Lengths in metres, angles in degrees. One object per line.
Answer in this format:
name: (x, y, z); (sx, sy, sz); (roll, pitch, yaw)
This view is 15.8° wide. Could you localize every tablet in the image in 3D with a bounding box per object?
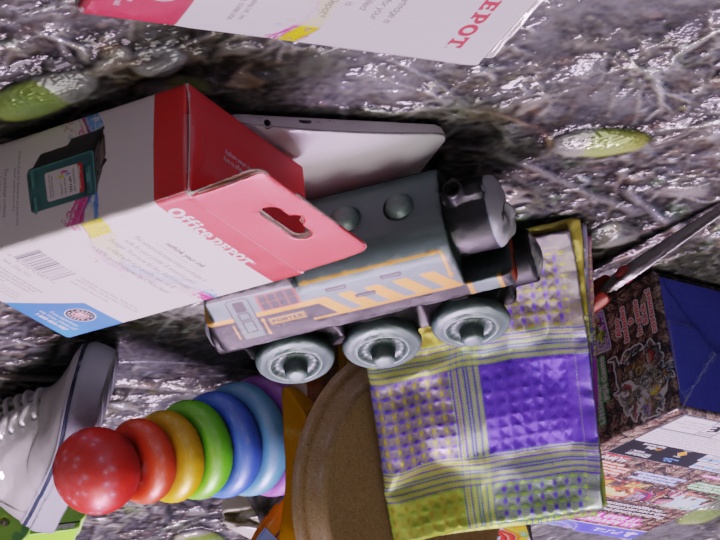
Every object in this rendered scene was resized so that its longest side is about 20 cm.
tablet: (-0.044, -0.035, 1.478); (0.130, 0.014, 0.200); (2, 153, -20)

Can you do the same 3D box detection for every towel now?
towel: (0.076, 0.068, 1.580); (0.144, 0.200, 0.023); (-7, -162, -5)

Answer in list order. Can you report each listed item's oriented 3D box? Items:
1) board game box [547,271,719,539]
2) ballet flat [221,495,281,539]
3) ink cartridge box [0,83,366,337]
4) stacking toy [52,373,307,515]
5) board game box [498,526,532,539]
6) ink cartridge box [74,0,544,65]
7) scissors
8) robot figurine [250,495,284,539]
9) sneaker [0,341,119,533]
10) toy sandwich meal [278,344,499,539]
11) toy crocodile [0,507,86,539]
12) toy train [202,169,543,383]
board game box: (0.188, 0.095, 1.728); (0.159, 0.097, 0.200); (14, 148, -39)
ballet flat: (-0.068, 0.150, 1.826); (0.068, 0.068, 0.200); (-1, 146, 10)
ink cartridge box: (-0.109, -0.033, 1.378); (0.200, 0.067, 0.116); (-15, 152, 26)
stacking toy: (-0.108, 0.116, 1.635); (0.200, 0.085, 0.085); (-11, 165, -45)
board game box: (0.055, 0.181, 1.954); (0.134, 0.034, 0.200); (-10, 156, 6)
ink cartridge box: (-0.009, -0.166, 1.114); (0.200, 0.086, 0.148); (4, 153, -27)
scissors: (0.155, 0.005, 1.613); (0.014, 0.073, 0.200); (42, 111, -14)
robot figurine: (-0.014, 0.161, 1.765); (0.200, 0.058, 0.145); (-49, 158, -13)
sneaker: (-0.208, 0.108, 1.678); (0.071, 0.073, 0.200); (21, 140, -7)
toy sandwich meal: (0.012, 0.134, 1.648); (0.205, 0.205, 0.070); (17, 166, -43)
toy crocodile: (-0.295, 0.185, 1.844); (0.200, 0.062, 0.068); (-7, 156, -13)
toy train: (0.000, 0.000, 1.461); (0.200, 0.085, 0.114); (-12, 146, 11)
